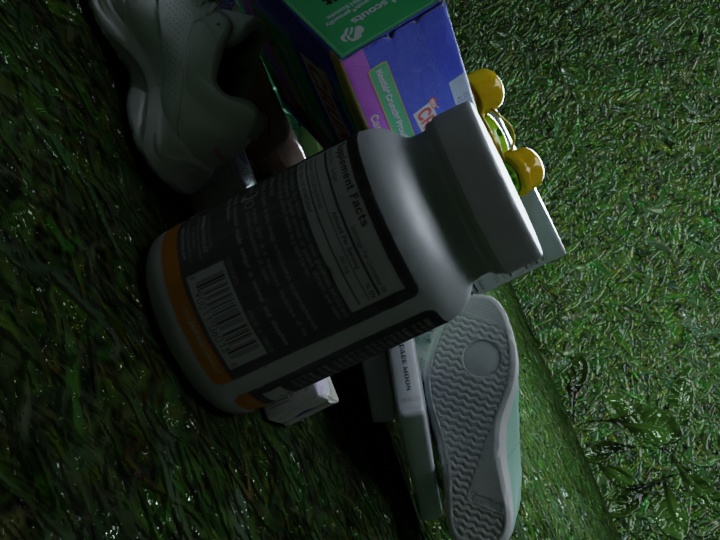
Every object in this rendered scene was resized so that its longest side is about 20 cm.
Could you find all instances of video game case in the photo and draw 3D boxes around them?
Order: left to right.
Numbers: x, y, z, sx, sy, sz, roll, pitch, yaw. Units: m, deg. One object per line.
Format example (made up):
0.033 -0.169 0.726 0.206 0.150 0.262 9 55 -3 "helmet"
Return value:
0.000 0.000 0.880 0.182 0.024 0.201 -94 174 -76 "video game case"
0.038 0.082 0.864 0.200 0.023 0.182 77 4 -55 "video game case"

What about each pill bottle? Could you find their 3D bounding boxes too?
-0.009 -0.008 0.592 0.117 0.200 0.116 60 11 -21 "pill bottle"

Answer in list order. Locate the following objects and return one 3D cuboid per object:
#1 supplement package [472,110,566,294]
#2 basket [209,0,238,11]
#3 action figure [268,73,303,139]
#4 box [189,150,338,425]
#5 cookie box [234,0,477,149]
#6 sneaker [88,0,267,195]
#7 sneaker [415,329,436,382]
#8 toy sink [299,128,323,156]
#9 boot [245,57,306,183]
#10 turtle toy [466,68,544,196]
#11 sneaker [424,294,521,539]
0.109 -0.069 1.259 0.151 0.200 0.152 53 15 -44 "supplement package"
-0.072 -0.269 0.864 0.177 0.200 0.139 54 6 -27 "basket"
-0.091 -0.183 0.975 0.118 0.055 0.200 54 11 -50 "action figure"
-0.070 0.003 0.700 0.200 0.041 0.039 67 11 20 "box"
-0.006 -0.138 0.697 0.200 0.075 0.171 49 -10 41 "cookie box"
-0.111 -0.152 0.695 0.201 0.099 0.078 68 12 17 "sneaker"
0.059 0.027 0.998 0.074 0.087 0.201 -41 134 -39 "sneaker"
-0.001 -0.129 1.071 0.112 0.130 0.200 53 17 -42 "toy sink"
-0.076 -0.095 0.834 0.146 0.070 0.201 22 48 -78 "boot"
0.054 -0.109 0.907 0.200 0.145 0.101 63 -21 -2 "turtle toy"
0.095 0.125 0.869 0.118 0.073 0.201 46 44 -75 "sneaker"
